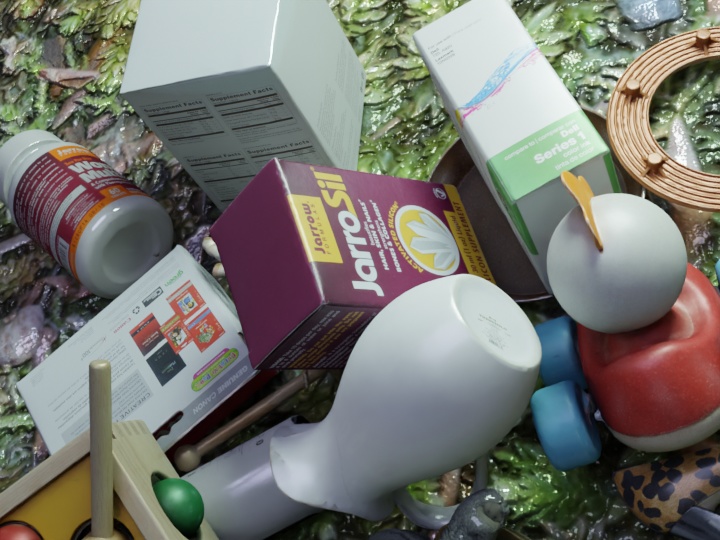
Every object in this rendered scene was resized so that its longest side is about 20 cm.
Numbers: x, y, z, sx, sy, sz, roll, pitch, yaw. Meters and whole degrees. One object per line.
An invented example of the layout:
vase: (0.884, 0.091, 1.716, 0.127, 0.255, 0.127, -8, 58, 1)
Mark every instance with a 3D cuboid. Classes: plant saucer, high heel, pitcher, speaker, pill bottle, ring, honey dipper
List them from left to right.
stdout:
pill bottle: (-0.288, -0.063, 1.105, 0.199, 0.110, 0.110, 35, 79, 34)
speaker: (-0.119, 0.199, 0.897, 0.199, 0.081, 0.082, -29, 54, 6)
honey dipper: (-0.073, 0.108, 0.929, 0.199, 0.038, 0.038, -32, 53, -11)
pitcher: (0.055, 0.108, 0.788, 0.200, 0.171, 0.122, -48, 27, 31)
plant saucer: (0.150, -0.056, 0.951, 0.198, 0.035, 0.202, -11, 59, 18)
ring: (0.308, -0.135, 0.913, 0.198, 0.019, 0.202, -6, 56, 9)
high heel: (0.273, 0.104, 0.780, 0.142, 0.071, 0.201, 19, 77, 29)

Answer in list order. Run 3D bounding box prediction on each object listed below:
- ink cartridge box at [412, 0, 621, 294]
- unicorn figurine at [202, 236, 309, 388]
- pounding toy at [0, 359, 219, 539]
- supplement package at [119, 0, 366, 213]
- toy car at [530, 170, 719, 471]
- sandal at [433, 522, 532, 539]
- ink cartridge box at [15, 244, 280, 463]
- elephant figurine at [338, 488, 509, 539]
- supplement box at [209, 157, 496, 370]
ink cartridge box: (0.132, -0.105, 0.878, 0.083, 0.145, 0.201, -28, 54, 6)
unicorn figurine: (-0.067, -0.008, 0.965, 0.136, 0.074, 0.201, 9, 51, 31)
pounding toy: (-0.194, 0.196, 0.796, 0.199, 0.142, 0.185, -36, 81, 4)
supplement package: (-0.102, -0.178, 1.030, 0.149, 0.200, 0.153, -6, 59, 20)
toy car: (0.188, 0.006, 0.769, 0.183, 0.201, 0.177, -21, 23, 18)
sandal: (0.140, 0.231, 0.776, 0.198, 0.054, 0.081, 3, 77, 31)
ink cartridge box: (-0.182, 0.110, 0.971, 0.200, 0.084, 0.176, -40, 51, -1)
elephant figurine: (0.013, 0.248, 0.782, 0.154, 0.142, 0.202, 12, 73, 13)
supplement box: (0.000, 0.000, 0.864, 0.103, 0.199, 0.132, -42, 58, 39)
